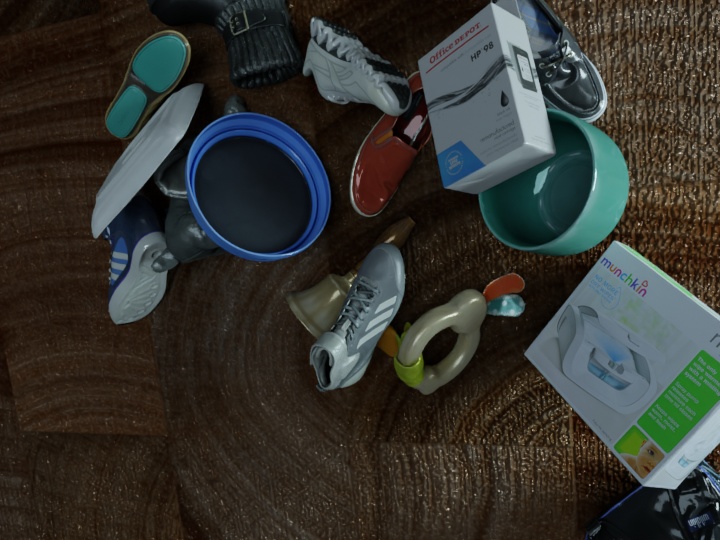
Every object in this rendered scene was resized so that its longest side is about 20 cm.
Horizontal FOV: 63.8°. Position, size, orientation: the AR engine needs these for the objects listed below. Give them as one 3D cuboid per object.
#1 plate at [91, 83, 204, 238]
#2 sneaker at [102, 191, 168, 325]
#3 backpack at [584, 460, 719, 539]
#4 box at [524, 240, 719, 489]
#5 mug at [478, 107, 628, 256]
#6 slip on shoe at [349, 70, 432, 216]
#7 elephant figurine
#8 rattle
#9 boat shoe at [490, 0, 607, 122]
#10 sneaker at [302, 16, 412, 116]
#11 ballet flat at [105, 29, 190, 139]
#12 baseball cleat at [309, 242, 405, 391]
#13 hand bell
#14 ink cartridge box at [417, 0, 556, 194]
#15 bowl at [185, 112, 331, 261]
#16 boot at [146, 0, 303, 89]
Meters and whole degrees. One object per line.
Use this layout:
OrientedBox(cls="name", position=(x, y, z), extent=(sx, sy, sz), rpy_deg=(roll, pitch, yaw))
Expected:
OrientedBox(cls="plate", position=(-0.297, -0.165, 0.797), extent=(0.199, 0.201, 0.032), rpy_deg=(-41, 119, 20))
OrientedBox(cls="sneaker", position=(-0.365, -0.031, 0.910), extent=(0.147, 0.080, 0.201), rpy_deg=(53, 128, 25))
OrientedBox(cls="backpack", position=(0.396, 0.340, 0.675), extent=(0.184, 0.146, 0.201), rpy_deg=(-48, 58, 19))
OrientedBox(cls="box", position=(0.321, 0.102, 0.651), extent=(0.178, 0.095, 0.201), rpy_deg=(-56, 42, 19))
OrientedBox(cls="mug", position=(0.231, -0.111, 0.669), extent=(0.150, 0.113, 0.190), rpy_deg=(14, 96, 49))
OrientedBox(cls="slip on shoe", position=(0.045, -0.159, 0.748), extent=(0.073, 0.061, 0.203), rpy_deg=(25, 107, -21))
OrientedBox(cls="elephant figurine", position=(-0.227, -0.125, 0.819), extent=(0.140, 0.154, 0.205), rpy_deg=(-19, 90, 41))
OrientedBox(cls="rattle", position=(0.112, 0.057, 0.793), extent=(0.129, 0.143, 0.201), rpy_deg=(38, 94, -26))
OrientedBox(cls="boat shoe", position=(0.221, -0.262, 0.682), extent=(0.069, 0.066, 0.202), rpy_deg=(-33, 89, 19))
OrientedBox(cls="sneaker", position=(-0.008, -0.243, 0.735), extent=(0.201, 0.074, 0.082), rpy_deg=(50, 122, 34))
OrientedBox(cls="ballet flat", position=(-0.304, -0.273, 0.832), extent=(0.199, 0.064, 0.069), rpy_deg=(-36, 112, 29))
OrientedBox(cls="baseball cleat", position=(-0.004, 0.064, 0.727), extent=(0.069, 0.106, 0.205), rpy_deg=(24, 105, 26))
OrientedBox(cls="hand bell", position=(0.000, 0.000, 0.798), extent=(0.104, 0.104, 0.200), rpy_deg=(45, 97, 4))
OrientedBox(cls="ink cartridge box", position=(0.133, -0.204, 0.649), extent=(0.115, 0.066, 0.205), rpy_deg=(-24, 71, 46))
OrientedBox(cls="bowl", position=(-0.134, -0.108, 0.764), extent=(0.203, 0.199, 0.039), rpy_deg=(57, 145, 0))
OrientedBox(cls="boot", position=(-0.187, -0.325, 0.790), extent=(0.206, 0.079, 0.162), rpy_deg=(-9, 97, 18))
